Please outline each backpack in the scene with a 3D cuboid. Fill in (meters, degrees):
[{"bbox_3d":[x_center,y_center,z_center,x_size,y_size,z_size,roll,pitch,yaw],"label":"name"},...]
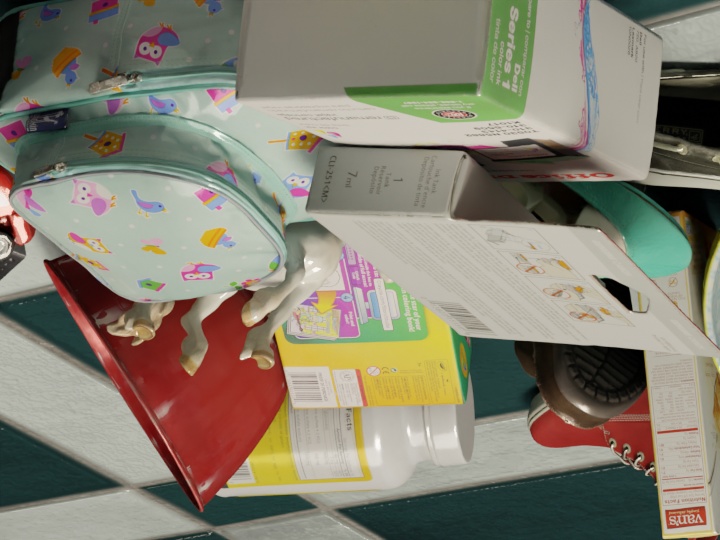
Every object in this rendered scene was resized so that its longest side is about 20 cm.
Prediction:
[{"bbox_3d":[-0.093,-0.078,1.264,0.199,0.154,0.176,-17,144,21],"label":"backpack"}]

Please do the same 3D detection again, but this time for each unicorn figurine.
[{"bbox_3d":[-0.050,-0.001,1.338,0.199,0.138,0.074,10,138,23],"label":"unicorn figurine"}]

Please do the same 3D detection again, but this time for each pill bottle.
[{"bbox_3d":[-0.019,0.109,1.690,0.199,0.113,0.112,-4,154,13],"label":"pill bottle"}]

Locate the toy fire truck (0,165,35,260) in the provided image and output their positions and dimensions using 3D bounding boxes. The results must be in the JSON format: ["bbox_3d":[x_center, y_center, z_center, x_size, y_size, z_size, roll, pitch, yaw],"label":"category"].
[{"bbox_3d":[-0.314,-0.052,1.406,0.199,0.049,0.142,-20,118,-8],"label":"toy fire truck"}]

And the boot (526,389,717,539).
[{"bbox_3d":[0.213,0.146,1.712,0.199,0.145,0.072,-15,152,34],"label":"boot"}]

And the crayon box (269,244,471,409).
[{"bbox_3d":[0.000,0.000,1.442,0.118,0.058,0.201,-2,133,11],"label":"crayon box"}]

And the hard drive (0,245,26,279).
[{"bbox_3d":[-0.335,-0.028,1.506,0.199,0.043,0.135,16,151,-26],"label":"hard drive"}]

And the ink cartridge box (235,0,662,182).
[{"bbox_3d":[0.051,-0.105,1.175,0.144,0.085,0.200,1,171,32],"label":"ink cartridge box"}]

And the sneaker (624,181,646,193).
[{"bbox_3d":[0.104,-0.034,1.448,0.079,0.076,0.200,26,142,-15],"label":"sneaker"}]

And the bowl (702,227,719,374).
[{"bbox_3d":[0.307,0.003,1.418,0.199,0.201,0.108,2,-164,0],"label":"bowl"}]

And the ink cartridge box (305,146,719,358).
[{"bbox_3d":[0.091,-0.009,1.232,0.173,0.044,0.200,3,161,30],"label":"ink cartridge box"}]

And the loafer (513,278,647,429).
[{"bbox_3d":[0.139,0.052,1.461,0.073,0.200,0.071,36,113,-9],"label":"loafer"}]

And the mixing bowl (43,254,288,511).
[{"bbox_3d":[-0.117,0.049,1.523,0.108,0.200,0.200,-33,155,-9],"label":"mixing bowl"}]

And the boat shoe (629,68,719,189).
[{"bbox_3d":[0.231,-0.082,1.316,0.199,0.071,0.064,0,156,8],"label":"boat shoe"}]

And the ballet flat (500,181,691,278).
[{"bbox_3d":[0.104,-0.038,1.336,0.200,0.071,0.067,34,138,-9],"label":"ballet flat"}]

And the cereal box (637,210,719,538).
[{"bbox_3d":[0.211,0.069,1.443,0.039,0.201,0.144,-7,174,16],"label":"cereal box"}]
